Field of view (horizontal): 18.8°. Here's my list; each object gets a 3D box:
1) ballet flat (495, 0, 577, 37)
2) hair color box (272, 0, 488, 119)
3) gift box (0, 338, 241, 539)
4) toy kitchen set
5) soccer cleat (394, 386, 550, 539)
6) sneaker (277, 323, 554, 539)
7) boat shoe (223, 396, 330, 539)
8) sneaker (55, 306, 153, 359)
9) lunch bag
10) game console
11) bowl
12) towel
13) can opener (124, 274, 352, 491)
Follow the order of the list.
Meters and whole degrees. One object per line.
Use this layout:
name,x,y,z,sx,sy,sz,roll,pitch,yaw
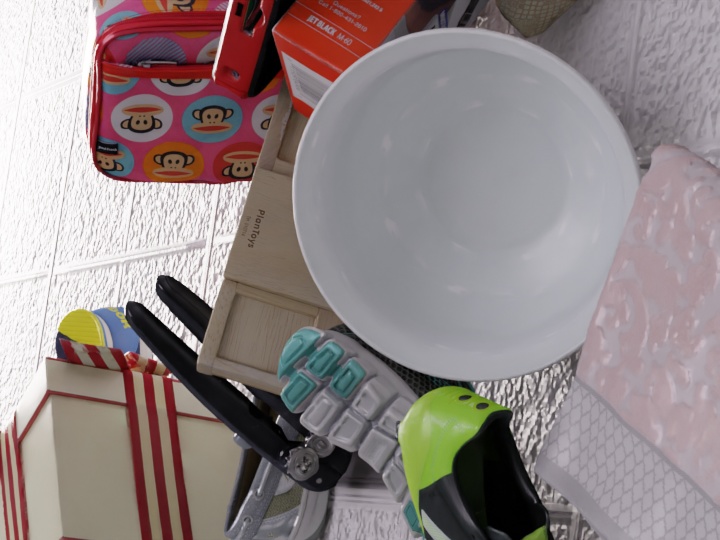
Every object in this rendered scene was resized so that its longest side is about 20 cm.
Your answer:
ballet flat,0.135,-0.222,1.266,0.062,0.067,0.201,43,119,49
hair color box,0.036,-0.179,1.298,0.200,0.064,0.111,-54,-16,-13
gift box,-0.194,0.169,1.626,0.185,0.200,0.187,-50,36,36
toy kitchen set,0.000,0.000,1.406,0.180,0.163,0.201,112,175,-78
soccer cleat,0.072,0.158,1.157,0.081,0.067,0.201,7,118,58
sneaker,0.048,0.096,1.253,0.200,0.091,0.078,47,128,12
boat shoe,-0.056,0.093,1.518,0.074,0.065,0.203,-18,63,61
sneaker,-0.196,0.124,1.795,0.074,0.082,0.201,10,107,37
lunch bag,-0.092,-0.145,1.514,0.176,0.199,0.082,100,163,-45
game console,-0.019,-0.198,1.294,0.177,0.031,0.200,-52,-4,-22
bowl,0.069,-0.044,1.236,0.202,0.201,0.090,-69,-11,19
towel,0.161,0.056,1.039,0.200,0.032,0.192,46,121,59
can opener,-0.078,0.076,1.422,0.063,0.200,0.079,-49,30,5
